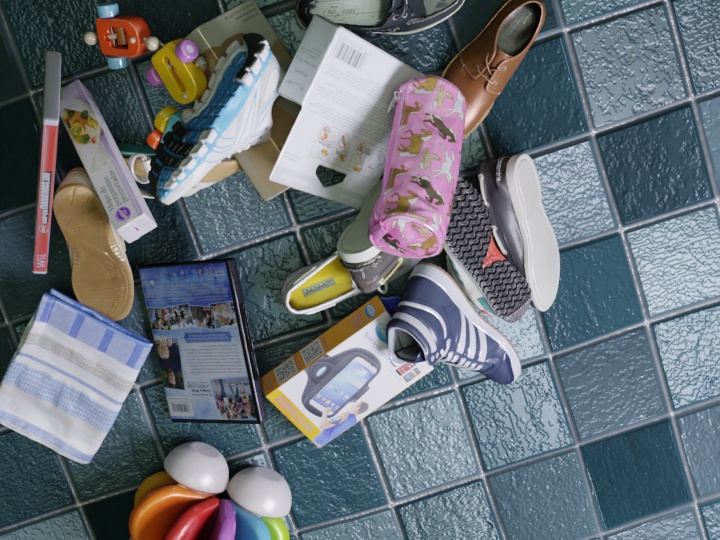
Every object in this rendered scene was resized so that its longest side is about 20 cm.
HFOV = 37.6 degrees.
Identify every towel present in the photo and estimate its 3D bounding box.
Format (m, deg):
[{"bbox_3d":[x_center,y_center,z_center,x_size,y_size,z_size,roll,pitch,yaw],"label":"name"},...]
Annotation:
[{"bbox_3d":[-0.354,0.133,1.277,0.147,0.024,0.200,29,112,-7],"label":"towel"}]

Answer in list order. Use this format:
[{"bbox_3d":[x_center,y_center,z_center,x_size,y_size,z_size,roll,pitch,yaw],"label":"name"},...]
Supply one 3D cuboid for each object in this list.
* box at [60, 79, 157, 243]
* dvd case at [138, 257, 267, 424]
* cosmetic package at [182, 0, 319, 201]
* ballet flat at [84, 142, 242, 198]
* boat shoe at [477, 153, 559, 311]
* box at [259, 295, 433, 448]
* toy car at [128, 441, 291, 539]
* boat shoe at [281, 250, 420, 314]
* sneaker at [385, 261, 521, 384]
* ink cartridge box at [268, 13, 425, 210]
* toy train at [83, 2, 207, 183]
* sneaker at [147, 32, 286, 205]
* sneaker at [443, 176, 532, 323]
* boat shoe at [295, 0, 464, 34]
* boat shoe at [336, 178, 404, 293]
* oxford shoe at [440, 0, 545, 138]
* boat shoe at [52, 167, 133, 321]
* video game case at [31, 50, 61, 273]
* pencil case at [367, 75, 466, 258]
[{"bbox_3d":[-0.289,-0.125,1.185,0.039,0.041,0.200,-30,69,1],"label":"box"},{"bbox_3d":[-0.188,0.086,1.261,0.142,0.018,0.200,-4,102,31],"label":"dvd case"},{"bbox_3d":[-0.115,-0.192,1.195,0.071,0.105,0.200,-24,105,46],"label":"cosmetic package"},{"bbox_3d":[-0.224,-0.116,1.239,0.200,0.069,0.063,3,109,7],"label":"ballet flat"},{"bbox_3d":[0.186,-0.044,1.258,0.060,0.074,0.200,2,124,38],"label":"boat shoe"},{"bbox_3d":[-0.006,0.118,1.270,0.200,0.042,0.119,-35,126,8],"label":"box"},{"bbox_3d":[-0.183,0.318,1.272,0.200,0.150,0.175,23,99,-5],"label":"toy car"},{"bbox_3d":[-0.003,-0.004,1.248,0.202,0.086,0.075,-24,101,2],"label":"boat shoe"},{"bbox_3d":[0.105,0.095,1.240,0.200,0.070,0.109,48,56,-25],"label":"sneaker"},{"bbox_3d":[-0.020,-0.167,1.171,0.044,0.200,0.174,33,100,31],"label":"ink cartridge box"},{"bbox_3d":[-0.219,-0.197,1.159,0.150,0.056,0.200,6,117,34],"label":"toy train"},{"bbox_3d":[-0.138,-0.142,1.099,0.200,0.075,0.087,-53,134,-5],"label":"sneaker"},{"bbox_3d":[0.118,-0.025,1.237,0.070,0.093,0.200,-42,111,-21],"label":"sneaker"},{"bbox_3d":[0.024,-0.307,1.203,0.199,0.066,0.075,-2,100,-1],"label":"boat shoe"},{"bbox_3d":[0.038,-0.054,1.209,0.072,0.201,0.061,3,127,33],"label":"boat shoe"},{"bbox_3d":[0.143,-0.233,1.219,0.071,0.071,0.200,31,100,-8],"label":"oxford shoe"},{"bbox_3d":[-0.307,-0.031,1.237,0.074,0.069,0.200,-6,128,-4],"label":"boat shoe"},{"bbox_3d":[-0.343,-0.117,1.156,0.017,0.143,0.200,3,129,-18],"label":"video game case"},{"bbox_3d":[0.062,-0.111,1.139,0.086,0.083,0.200,4,62,12],"label":"pencil case"}]
